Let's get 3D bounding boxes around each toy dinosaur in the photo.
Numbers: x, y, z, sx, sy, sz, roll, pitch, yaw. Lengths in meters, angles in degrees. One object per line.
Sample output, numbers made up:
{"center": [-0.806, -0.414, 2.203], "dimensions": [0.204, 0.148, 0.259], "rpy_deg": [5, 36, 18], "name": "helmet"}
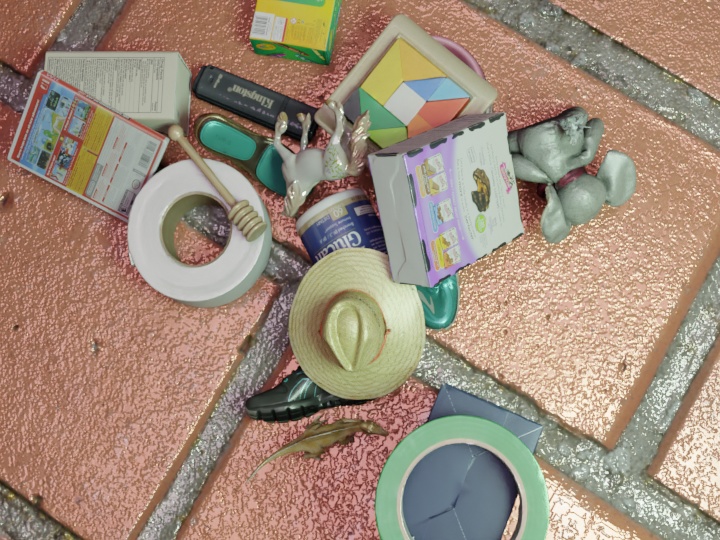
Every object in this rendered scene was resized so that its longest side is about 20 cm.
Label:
{"center": [-0.061, 0.226, 1.299], "dimensions": [0.196, 0.101, 0.059], "rpy_deg": [-18, 80, 0], "name": "toy dinosaur"}

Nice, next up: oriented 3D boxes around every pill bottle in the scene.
{"center": [0.000, 0.000, 1.326], "dimensions": [0.110, 0.111, 0.203], "rpy_deg": [-27, 80, -1], "name": "pill bottle"}

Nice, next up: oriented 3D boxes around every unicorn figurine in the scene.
{"center": [-0.066, -0.147, 1.302], "dimensions": [0.073, 0.198, 0.141], "rpy_deg": [-4, 88, -38], "name": "unicorn figurine"}

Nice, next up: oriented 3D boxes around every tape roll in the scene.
{"center": [0.115, 0.268, 1.104], "dimensions": [0.196, 0.048, 0.205], "rpy_deg": [-1, 81, 4], "name": "tape roll"}
{"center": [-0.227, -0.051, 1.371], "dimensions": [0.198, 0.071, 0.207], "rpy_deg": [-1, 81, 3], "name": "tape roll"}

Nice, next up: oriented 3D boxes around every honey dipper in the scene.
{"center": [-0.203, -0.124, 1.331], "dimensions": [0.038, 0.038, 0.200], "rpy_deg": [-41, 77, -3], "name": "honey dipper"}

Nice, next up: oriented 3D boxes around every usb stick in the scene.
{"center": [-0.151, -0.245, 1.416], "dimensions": [0.197, 0.033, 0.056], "rpy_deg": [23, 84, 8], "name": "usb stick"}

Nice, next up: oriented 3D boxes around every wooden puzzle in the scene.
{"center": [0.061, -0.228, 1.323], "dimensions": [0.184, 0.037, 0.201], "rpy_deg": [40, 86, 9], "name": "wooden puzzle"}

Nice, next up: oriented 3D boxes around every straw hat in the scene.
{"center": [-0.011, 0.077, 1.232], "dimensions": [0.197, 0.085, 0.206], "rpy_deg": [1, 99, 7], "name": "straw hat"}

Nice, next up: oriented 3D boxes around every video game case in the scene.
{"center": [-0.386, -0.172, 1.368], "dimensions": [0.197, 0.018, 0.144], "rpy_deg": [28, 115, -8], "name": "video game case"}

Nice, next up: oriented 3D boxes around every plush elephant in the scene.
{"center": [0.278, -0.130, 1.313], "dimensions": [0.162, 0.200, 0.158], "rpy_deg": [-20, 98, -7], "name": "plush elephant"}

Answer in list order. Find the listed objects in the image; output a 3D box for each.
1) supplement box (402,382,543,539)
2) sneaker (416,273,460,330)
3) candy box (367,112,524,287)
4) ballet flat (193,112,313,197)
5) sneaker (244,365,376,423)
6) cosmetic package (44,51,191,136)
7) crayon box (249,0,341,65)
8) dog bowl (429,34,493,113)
{"center": [0.127, 0.264, 1.230], "dimensions": [0.132, 0.200, 0.203], "rpy_deg": [22, 83, 7], "name": "supplement box"}
{"center": [0.100, -0.019, 1.339], "dimensions": [0.076, 0.080, 0.205], "rpy_deg": [-1, 81, 3], "name": "sneaker"}
{"center": [0.115, -0.095, 1.244], "dimensions": [0.198, 0.071, 0.171], "rpy_deg": [-26, 111, -38], "name": "candy box"}
{"center": [-0.152, -0.168, 1.373], "dimensions": [0.198, 0.073, 0.068], "rpy_deg": [25, 105, -29], "name": "ballet flat"}
{"center": [-0.066, 0.157, 1.334], "dimensions": [0.196, 0.076, 0.081], "rpy_deg": [-12, 70, -7], "name": "sneaker"}
{"center": [-0.351, -0.255, 1.404], "dimensions": [0.196, 0.087, 0.106], "rpy_deg": [2, 80, 5], "name": "cosmetic package"}
{"center": [-0.086, -0.416, 1.426], "dimensions": [0.116, 0.058, 0.204], "rpy_deg": [10, 81, 5], "name": "crayon box"}
{"center": [0.094, -0.243, 1.379], "dimensions": [0.196, 0.074, 0.205], "rpy_deg": [-1, 81, 3], "name": "dog bowl"}
